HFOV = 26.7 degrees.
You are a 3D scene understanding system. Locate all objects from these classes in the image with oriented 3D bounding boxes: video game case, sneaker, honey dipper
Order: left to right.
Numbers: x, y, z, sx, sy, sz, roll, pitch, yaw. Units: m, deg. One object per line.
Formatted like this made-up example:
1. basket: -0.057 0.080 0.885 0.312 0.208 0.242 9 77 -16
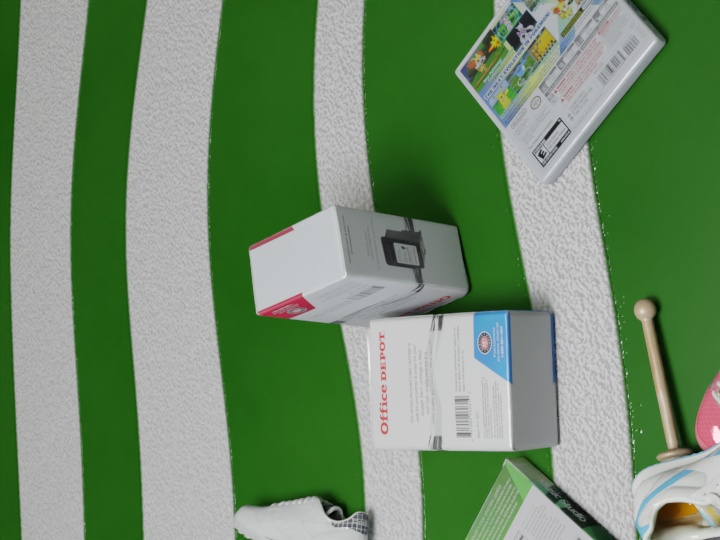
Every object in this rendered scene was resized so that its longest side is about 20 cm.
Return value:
1. sneaker: -0.069 0.307 1.824 0.199 0.076 0.081 12 85 39
2. video game case: 0.206 -0.225 1.604 0.200 0.022 0.183 -53 55 30
3. honey dipper: 0.300 0.125 1.495 0.038 0.038 0.201 -21 70 41
4. sneaker: 0.342 0.196 1.388 0.199 0.077 0.081 -32 21 24
5. sneaker: 0.358 0.089 1.401 0.074 0.086 0.201 47 119 35

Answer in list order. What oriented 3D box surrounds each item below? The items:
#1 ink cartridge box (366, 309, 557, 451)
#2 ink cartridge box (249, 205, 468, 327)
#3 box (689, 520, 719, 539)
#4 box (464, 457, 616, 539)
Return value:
1. ink cartridge box: 0.108 0.120 1.641 0.199 0.084 0.147 -5 86 44
2. ink cartridge box: 0.000 0.000 1.672 0.145 0.199 0.084 -24 68 40
3. box: 0.365 0.308 1.413 0.199 0.048 0.160 -10 81 43
4. box: 0.197 0.312 1.585 0.200 0.036 0.145 41 116 35
